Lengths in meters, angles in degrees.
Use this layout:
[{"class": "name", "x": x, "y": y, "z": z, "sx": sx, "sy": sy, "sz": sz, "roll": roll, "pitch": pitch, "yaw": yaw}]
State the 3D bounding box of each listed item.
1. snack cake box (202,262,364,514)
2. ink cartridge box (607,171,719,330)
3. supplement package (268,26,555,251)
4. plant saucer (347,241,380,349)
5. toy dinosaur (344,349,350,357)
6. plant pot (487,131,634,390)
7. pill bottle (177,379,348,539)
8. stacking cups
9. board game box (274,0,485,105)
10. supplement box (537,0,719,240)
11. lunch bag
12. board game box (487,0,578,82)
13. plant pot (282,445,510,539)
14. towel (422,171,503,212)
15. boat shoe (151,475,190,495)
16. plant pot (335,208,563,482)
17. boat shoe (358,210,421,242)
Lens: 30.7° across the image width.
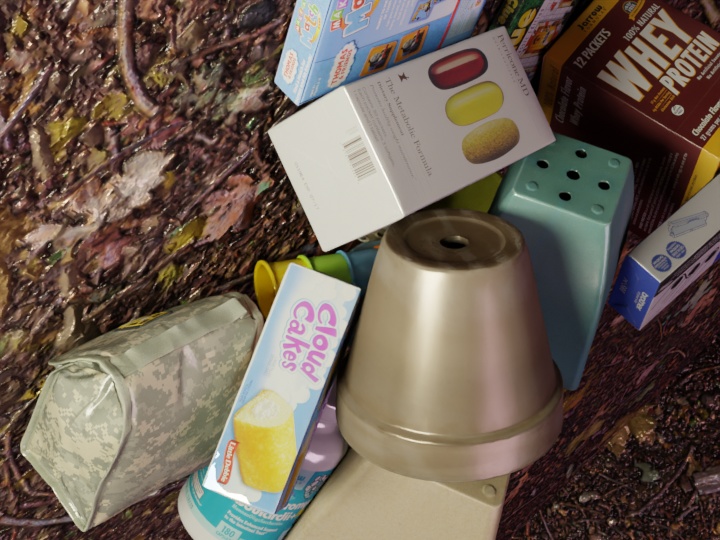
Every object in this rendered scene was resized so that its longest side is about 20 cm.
[{"class": "snack cake box", "x": -0.062, "y": 0.101, "z": 1.125, "sx": 0.115, "sy": 0.067, "sz": 0.200, "roll": 63, "pitch": 48, "yaw": -83}, {"class": "ink cartridge box", "x": 0.323, "y": -0.036, "z": 1.244, "sx": 0.200, "sy": 0.044, "sz": 0.094, "roll": -39, "pitch": 158, "yaw": -21}, {"class": "supplement package", "x": 0.046, "y": -0.112, "z": 1.085, "sx": 0.200, "sy": 0.114, "sz": 0.109, "roll": -28, "pitch": -176, "yaw": -40}, {"class": "plant saucer", "x": 0.064, "y": 0.047, "z": 1.290, "sx": 0.201, "sy": 0.201, "sz": 0.039, "roll": -29, "pitch": 152, "yaw": -32}, {"class": "toy dinosaur", "x": -0.045, "y": 0.082, "z": 1.332, "sx": 0.058, "sy": 0.101, "sz": 0.200, "roll": -31, "pitch": 179, "yaw": -6}, {"class": "plant pot", "x": 0.171, "y": -0.022, "z": 1.205, "sx": 0.200, "sy": 0.141, "sz": 0.141, "roll": 99, "pitch": 14, "yaw": -50}, {"class": "pill bottle", "x": -0.084, "y": 0.177, "z": 1.252, "sx": 0.111, "sy": 0.111, "sz": 0.200, "roll": -7, "pitch": 137, "yaw": -55}, {"class": "stacking cups", "x": 0.000, "y": 0.000, "z": 1.250, "sx": 0.200, "sy": 0.061, "sz": 0.061, "roll": -13, "pitch": 145, "yaw": -23}, {"class": "board game box", "x": 0.033, "y": -0.222, "z": 1.025, "sx": 0.200, "sy": 0.037, "sz": 0.151, "roll": -28, "pitch": 153, "yaw": -36}, {"class": "supplement box", "x": 0.296, "y": -0.154, "z": 1.347, "sx": 0.133, "sy": 0.200, "sz": 0.197, "roll": -48, "pitch": 160, "yaw": -22}, {"class": "lunch bag", "x": -0.181, "y": 0.104, "z": 1.121, "sx": 0.164, "sy": 0.118, "sz": 0.200, "roll": -25, "pitch": 155, "yaw": -43}, {"class": "board game box", "x": 0.156, "y": -0.226, "z": 1.247, "sx": 0.105, "sy": 0.023, "sz": 0.200, "roll": -17, "pitch": 145, "yaw": -45}, {"class": "plant pot", "x": 0.058, "y": 0.204, "z": 1.299, "sx": 0.177, "sy": 0.199, "sz": 0.200, "roll": 115, "pitch": -2, "yaw": -46}, {"class": "towel", "x": 0.146, "y": -0.037, "z": 1.353, "sx": 0.086, "sy": 0.200, "sz": 0.018, "roll": -45, "pitch": -171, "yaw": -2}, {"class": "boat shoe", "x": -0.207, "y": 0.184, "z": 1.279, "sx": 0.074, "sy": 0.068, "sz": 0.199, "roll": -50, "pitch": 157, "yaw": 13}, {"class": "plant pot", "x": 0.077, "y": 0.049, "z": 1.103, "sx": 0.200, "sy": 0.200, "sz": 0.174, "roll": -25, "pitch": 126, "yaw": -39}, {"class": "boat shoe", "x": 0.018, "y": -0.065, "z": 1.240, "sx": 0.068, "sy": 0.075, "sz": 0.200, "roll": -17, "pitch": 166, "yaw": 7}]
